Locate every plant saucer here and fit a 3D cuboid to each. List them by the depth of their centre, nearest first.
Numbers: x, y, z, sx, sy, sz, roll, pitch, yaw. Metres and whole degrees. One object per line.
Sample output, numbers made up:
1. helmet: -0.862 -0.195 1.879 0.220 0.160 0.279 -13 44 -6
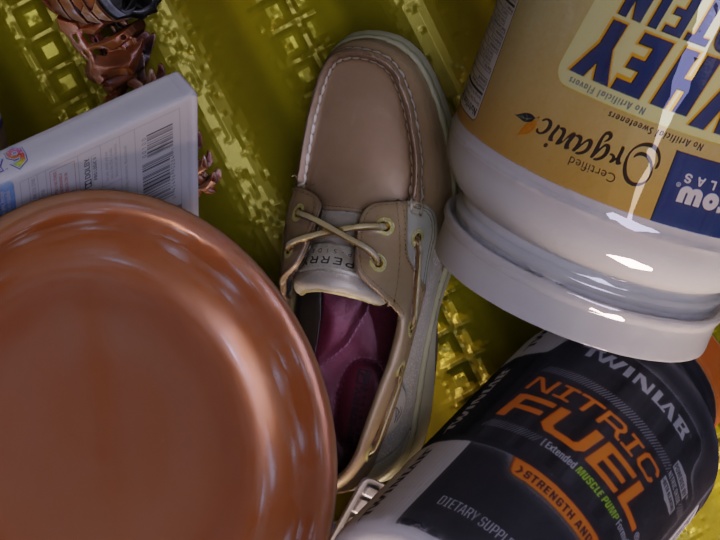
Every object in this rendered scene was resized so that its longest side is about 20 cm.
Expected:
1. plant saucer: -0.097 0.071 0.826 0.199 0.037 0.202 10 73 -36

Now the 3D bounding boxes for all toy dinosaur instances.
1. toy dinosaur: -0.090 -0.138 0.889 0.135 0.102 0.201 -15 121 10

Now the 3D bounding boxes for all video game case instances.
1. video game case: -0.152 0.013 0.855 0.199 0.018 0.144 -28 147 -24

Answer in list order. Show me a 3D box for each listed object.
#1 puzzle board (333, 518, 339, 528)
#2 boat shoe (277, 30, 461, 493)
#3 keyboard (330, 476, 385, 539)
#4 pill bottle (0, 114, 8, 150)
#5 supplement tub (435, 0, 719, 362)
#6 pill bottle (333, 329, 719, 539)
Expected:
1. puzzle board: 0.007 0.187 0.993 0.198 0.017 0.152 -5 102 -8
2. boat shoe: 0.000 0.000 0.918 0.073 0.066 0.202 4 102 23
3. keyboard: 0.062 0.151 0.966 0.199 0.011 0.057 28 87 -32
4. pill bottle: -0.217 -0.118 0.840 0.119 0.120 0.201 -15 103 -7
5. supplement tub: 0.119 -0.079 0.864 0.143 0.145 0.201 15 107 -12
6. pill bottle: 0.082 0.092 0.906 0.200 0.106 0.107 -42 109 -40
